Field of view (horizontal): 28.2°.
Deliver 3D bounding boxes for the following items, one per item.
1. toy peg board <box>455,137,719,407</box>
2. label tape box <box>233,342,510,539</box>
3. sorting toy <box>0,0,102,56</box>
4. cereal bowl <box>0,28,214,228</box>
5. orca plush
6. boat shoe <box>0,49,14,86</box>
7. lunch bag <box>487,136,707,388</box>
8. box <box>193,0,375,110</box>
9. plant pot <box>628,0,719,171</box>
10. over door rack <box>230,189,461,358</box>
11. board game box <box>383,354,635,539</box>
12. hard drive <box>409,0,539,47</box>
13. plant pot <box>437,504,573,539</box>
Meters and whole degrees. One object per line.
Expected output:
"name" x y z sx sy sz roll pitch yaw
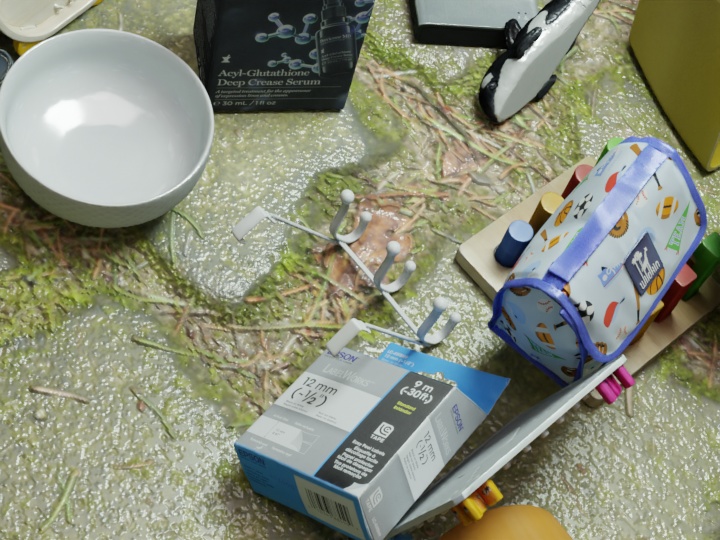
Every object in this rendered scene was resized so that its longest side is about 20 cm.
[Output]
"toy peg board" 0.232 -0.016 1.361 0.198 0.098 0.200 -33 70 -28
"label tape box" 0.012 0.121 1.205 0.142 0.067 0.200 16 50 39
"sorting toy" -0.351 -0.322 1.417 0.179 0.107 0.200 35 58 18
"cereal bowl" -0.236 -0.121 1.322 0.197 0.084 0.202 6 58 -10
"orca plush" 0.177 -0.250 1.478 0.071 0.201 0.105 37 13 27
"boat shoe" -0.407 -0.164 1.321 0.198 0.062 0.075 -24 65 -26
"lunch bag" 0.202 -0.006 1.213 0.123 0.200 0.170 36 75 15
"box" -0.075 -0.254 1.373 0.146 0.201 0.108 -3 59 -14
"plant pot" 0.398 -0.262 1.507 0.198 0.201 0.177 -26 56 -26
"over door rack" 0.000 0.000 1.256 0.148 0.067 0.199 49 22 21
"board game box" 0.112 0.158 1.168 0.199 0.200 0.026 -35 85 -29
"hard drive" 0.116 -0.334 1.568 0.138 0.033 0.202 1 59 -13
"plant pot" 0.132 0.292 1.105 0.197 0.202 0.184 -7 44 -17
